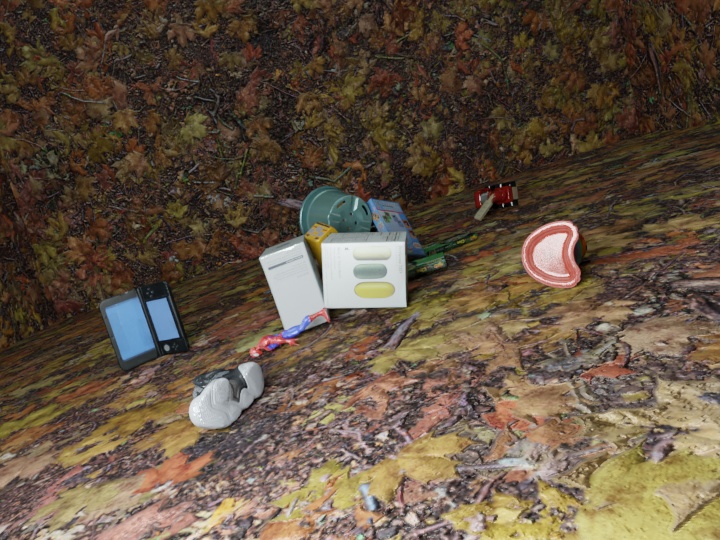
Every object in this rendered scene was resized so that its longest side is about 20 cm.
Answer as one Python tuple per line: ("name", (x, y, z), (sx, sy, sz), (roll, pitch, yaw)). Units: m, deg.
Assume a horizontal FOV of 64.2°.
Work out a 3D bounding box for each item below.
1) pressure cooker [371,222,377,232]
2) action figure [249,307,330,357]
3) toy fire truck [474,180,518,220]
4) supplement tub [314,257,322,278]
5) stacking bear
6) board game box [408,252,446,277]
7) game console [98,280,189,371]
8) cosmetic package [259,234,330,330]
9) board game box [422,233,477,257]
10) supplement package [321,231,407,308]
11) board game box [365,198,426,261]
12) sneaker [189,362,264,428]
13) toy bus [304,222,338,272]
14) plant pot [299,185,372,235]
("pressure cooker", (0.071, -0.128, 1.942), (0.175, 0.207, 0.174), (-21, 9, -28))
("action figure", (-0.161, 0.146, 1.298), (0.195, 0.053, 0.065), (-23, 4, -3))
("toy fire truck", (0.505, -0.270, 2.268), (0.195, 0.134, 0.174), (-11, 5, -31))
("supplement tub", (-0.052, -0.017, 1.833), (0.194, 0.111, 0.107), (-17, 9, -3))
("stacking bear", (0.405, -0.042, 1.165), (0.111, 0.126, 0.198), (-2, 6, 31))
("board game box", (0.144, -0.004, 1.611), (0.194, 0.024, 0.105), (-17, 8, 10))
("game console", (-0.586, 0.152, 1.562), (0.171, 0.207, 0.116), (-11, 12, 29))
("cosmetic package", (-0.162, 0.032, 1.458), (0.119, 0.206, 0.199), (-18, 10, -2))
("board game box", (0.273, -0.082, 1.861), (0.194, 0.024, 0.104), (-20, 12, -18))
("supplement package", (0.015, -0.004, 1.373), (0.192, 0.158, 0.151), (-1, 12, 7))
("board game box", (0.109, -0.123, 1.755), (0.036, 0.204, 0.149), (-40, -24, 31))
("sneaker", (-0.253, 0.220, 0.983), (0.110, 0.078, 0.199), (-14, 4, 21))
("toy bus", (-0.070, -0.033, 1.514), (0.064, 0.203, 0.079), (19, 56, 41))
("plant pot", (-0.068, -0.156, 1.762), (0.195, 0.207, 0.195), (-20, 15, -21))
